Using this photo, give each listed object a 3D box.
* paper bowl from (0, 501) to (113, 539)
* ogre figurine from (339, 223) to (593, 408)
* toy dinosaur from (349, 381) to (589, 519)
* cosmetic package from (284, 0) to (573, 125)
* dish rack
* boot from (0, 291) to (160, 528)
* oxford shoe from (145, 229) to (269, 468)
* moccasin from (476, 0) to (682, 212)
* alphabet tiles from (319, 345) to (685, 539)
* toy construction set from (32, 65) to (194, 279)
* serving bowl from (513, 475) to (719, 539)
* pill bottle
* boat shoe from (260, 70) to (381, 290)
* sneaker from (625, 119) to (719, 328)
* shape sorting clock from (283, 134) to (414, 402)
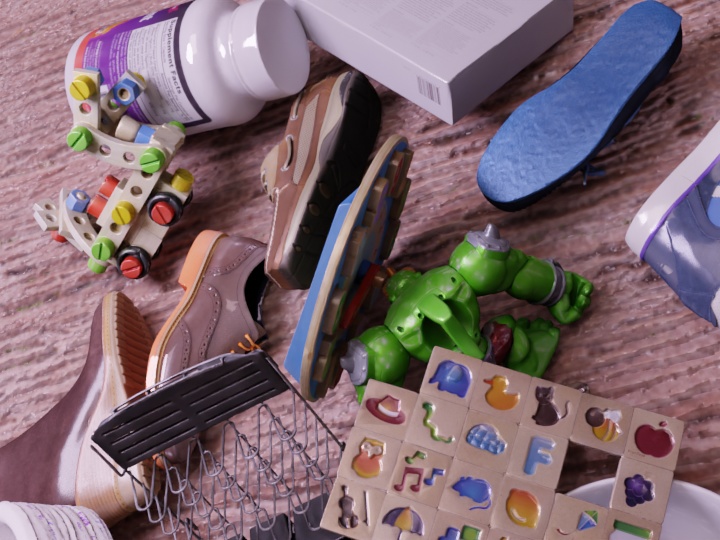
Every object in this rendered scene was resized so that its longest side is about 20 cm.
[{"bbox_3d":[-0.218,0.267,0.823,0.200,0.104,0.202,-22,63,51],"label":"paper bowl"},{"bbox_3d":[0.068,0.049,0.821,0.199,0.120,0.098,-31,36,10],"label":"ogre figurine"},{"bbox_3d":[0.094,0.134,0.776,0.199,0.048,0.088,-17,47,-36],"label":"toy dinosaur"},{"bbox_3d":[0.055,-0.220,0.984,0.151,0.052,0.200,-40,55,-20],"label":"cosmetic package"},{"bbox_3d":[-0.081,0.144,0.805,0.153,0.200,0.055,-27,40,8],"label":"dish rack"},{"bbox_3d":[-0.246,0.125,0.953,0.165,0.072,0.201,-22,55,15],"label":"boot"},{"bbox_3d":[-0.117,0.061,0.932,0.072,0.071,0.201,7,70,17],"label":"oxford shoe"},{"bbox_3d":[0.177,-0.113,0.896,0.200,0.068,0.081,-41,65,1],"label":"moccasin"},{"bbox_3d":[0.084,0.142,0.720,0.199,0.008,0.168,16,69,9],"label":"alphabet tiles"},{"bbox_3d":[-0.213,-0.071,0.993,0.131,0.200,0.092,31,44,-8],"label":"toy construction set"},{"bbox_3d":[0.173,0.232,0.716,0.199,0.066,0.201,-3,65,6],"label":"serving bowl"},{"bbox_3d":[-0.148,-0.174,1.019,0.199,0.111,0.112,-8,62,29],"label":"pill bottle"},{"bbox_3d":[-0.042,-0.075,0.971,0.073,0.076,0.201,1,58,29],"label":"boat shoe"},{"bbox_3d":[0.298,-0.042,0.808,0.200,0.081,0.146,-44,65,-7],"label":"sneaker"},{"bbox_3d":[0.000,0.000,0.841,0.039,0.200,0.201,23,75,7],"label":"shape sorting clock"}]
